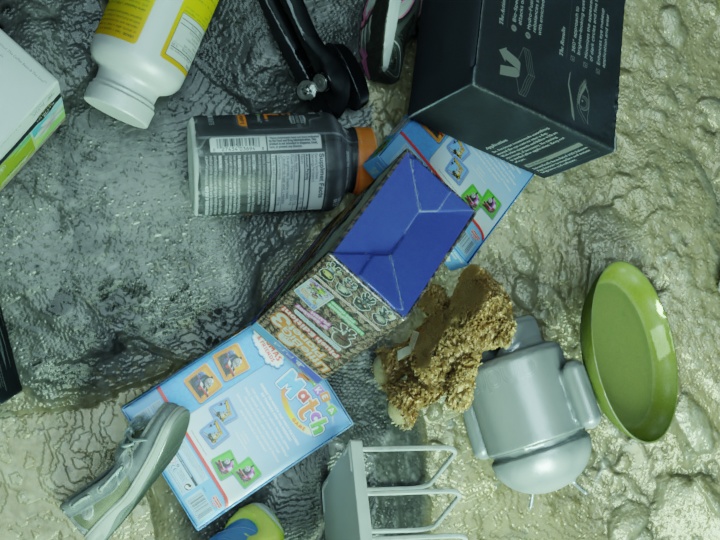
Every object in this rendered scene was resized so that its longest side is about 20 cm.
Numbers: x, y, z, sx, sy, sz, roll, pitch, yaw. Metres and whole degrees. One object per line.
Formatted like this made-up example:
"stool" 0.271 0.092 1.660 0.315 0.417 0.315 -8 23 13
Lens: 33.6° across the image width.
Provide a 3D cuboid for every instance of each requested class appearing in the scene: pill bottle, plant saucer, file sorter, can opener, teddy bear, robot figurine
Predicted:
"pill bottle" -0.216 -0.256 1.244 0.103 0.104 0.202 24 84 -9
"plant saucer" 0.293 0.091 1.318 0.199 0.031 0.203 19 65 -47
"file sorter" 0.040 0.294 1.220 0.123 0.139 0.202 2 60 -14
"can opener" -0.067 -0.254 1.303 0.063 0.079 0.201 -32 91 29
"pill bottle" -0.081 -0.113 1.264 0.197 0.106 0.108 -3 88 -12
"teddy bear" 0.089 0.083 1.265 0.066 0.145 0.201 23 108 -37
"robot figurine" 0.181 0.153 1.289 0.112 0.169 0.202 -9 78 -47

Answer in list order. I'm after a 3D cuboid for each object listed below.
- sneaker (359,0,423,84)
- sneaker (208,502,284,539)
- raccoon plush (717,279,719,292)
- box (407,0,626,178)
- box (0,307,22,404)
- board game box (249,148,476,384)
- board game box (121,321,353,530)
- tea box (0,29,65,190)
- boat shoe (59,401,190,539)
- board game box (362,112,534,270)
"sneaker" 0.059 -0.304 1.315 0.085 0.080 0.203 11 91 -20
"sneaker" -0.097 0.328 1.210 0.104 0.200 0.076 -27 129 -19
"raccoon plush" 0.452 -0.085 1.377 0.134 0.097 0.200 42 81 1
"box" 0.169 -0.232 1.263 0.198 0.117 0.199 19 68 -30
"box" -0.403 0.067 1.147 0.103 0.200 0.150 -16 90 -11
"board game box" 0.000 0.000 1.203 0.097 0.200 0.160 41 56 -7
"board game box" -0.130 0.155 1.271 0.199 0.037 0.152 -33 94 -9
"tea box" -0.406 -0.184 1.157 0.200 0.197 0.134 41 81 -6
"boat shoe" -0.239 0.200 1.203 0.065 0.074 0.202 39 122 1
"board game box" 0.110 -0.123 1.289 0.152 0.036 0.200 49 57 -14
